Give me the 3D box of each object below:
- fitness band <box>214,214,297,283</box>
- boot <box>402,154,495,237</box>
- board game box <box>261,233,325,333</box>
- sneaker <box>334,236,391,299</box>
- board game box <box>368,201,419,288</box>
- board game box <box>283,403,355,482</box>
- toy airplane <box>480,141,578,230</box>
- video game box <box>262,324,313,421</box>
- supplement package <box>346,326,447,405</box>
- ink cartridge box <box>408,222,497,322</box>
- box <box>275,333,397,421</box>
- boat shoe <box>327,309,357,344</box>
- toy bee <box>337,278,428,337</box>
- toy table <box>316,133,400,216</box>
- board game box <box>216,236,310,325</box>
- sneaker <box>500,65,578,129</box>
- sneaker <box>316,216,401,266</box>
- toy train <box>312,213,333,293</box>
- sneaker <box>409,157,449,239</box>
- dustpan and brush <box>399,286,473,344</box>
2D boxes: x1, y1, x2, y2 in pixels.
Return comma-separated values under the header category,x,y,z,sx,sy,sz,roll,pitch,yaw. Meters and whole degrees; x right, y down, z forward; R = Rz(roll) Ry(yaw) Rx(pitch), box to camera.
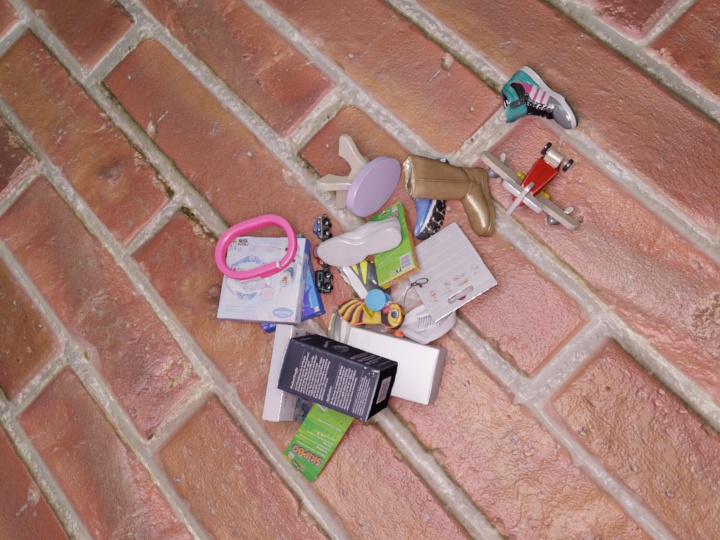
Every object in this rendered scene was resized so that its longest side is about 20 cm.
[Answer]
category,x,y,z,sx,sy,sz,roll,pitch,yaw
fitness band,-0.244,-0.052,1.472,0.198,0.037,0.145,-17,70,9
boot,0.193,-0.162,1.400,0.199,0.066,0.177,3,69,-27
board game box,-0.182,0.031,1.523,0.151,0.045,0.201,-20,72,10
sneaker,0.000,0.000,1.477,0.084,0.075,0.201,-27,72,-11
board game box,0.072,-0.061,1.438,0.095,0.030,0.201,-29,50,23
board game box,-0.090,0.365,1.403,0.095,0.030,0.201,37,105,20
toy airplane,0.365,-0.173,1.376,0.197,0.141,0.201,2,60,-17
video game box,-0.148,0.230,1.394,0.046,0.182,0.202,4,77,19
supplement package,0.073,0.204,1.369,0.198,0.121,0.121,12,87,18
ink cartridge box,0.193,0.007,1.396,0.162,0.050,0.201,-32,53,6
box,-0.044,0.208,1.264,0.199,0.148,0.105,17,93,18
boat shoe,-0.051,0.189,1.440,0.060,0.072,0.203,9,86,38
toy bee,0.048,0.093,1.349,0.199,0.130,0.110,-23,69,37
toy table,-0.005,-0.214,1.473,0.117,0.200,0.185,25,118,26
board game box,-0.227,0.023,1.489,0.198,0.043,0.201,2,75,16
sneaker,0.390,-0.369,1.444,0.120,0.084,0.200,-36,63,-1
sneaker,-0.001,-0.071,1.429,0.198,0.076,0.089,-14,36,14
toy train,-0.091,-0.041,1.513,0.045,0.034,0.202,-5,70,9
sneaker,0.151,-0.166,1.474,0.089,0.079,0.202,5,72,27
dustpan and brush,0.183,0.085,1.394,0.199,0.139,0.058,-22,108,-22
